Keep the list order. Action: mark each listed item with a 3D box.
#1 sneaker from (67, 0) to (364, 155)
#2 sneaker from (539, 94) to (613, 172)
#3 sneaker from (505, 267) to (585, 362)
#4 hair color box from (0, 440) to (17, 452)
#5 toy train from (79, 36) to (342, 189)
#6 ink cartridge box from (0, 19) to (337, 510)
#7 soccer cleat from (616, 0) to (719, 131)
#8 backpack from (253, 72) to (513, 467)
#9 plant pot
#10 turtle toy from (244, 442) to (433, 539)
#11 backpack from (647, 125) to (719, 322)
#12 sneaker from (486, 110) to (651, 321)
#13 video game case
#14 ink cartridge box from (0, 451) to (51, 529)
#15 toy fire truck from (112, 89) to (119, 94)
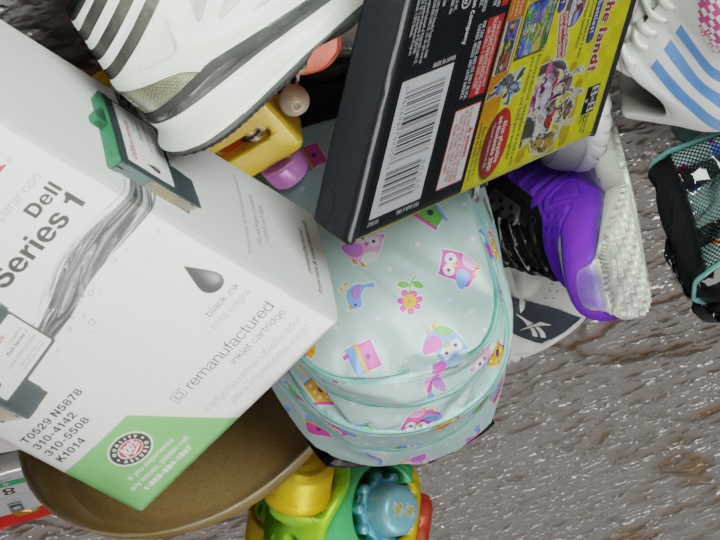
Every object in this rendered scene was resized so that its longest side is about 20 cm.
[{"bbox_3d":[-0.040,-0.154,1.030,0.200,0.115,0.076,-44,-158,-9],"label":"sneaker"},{"bbox_3d":[0.078,-0.116,1.218,0.082,0.075,0.200,-11,147,7],"label":"sneaker"},{"bbox_3d":[0.069,0.000,1.430,0.199,0.080,0.130,5,158,-22],"label":"sneaker"},{"bbox_3d":[-0.185,0.045,1.216,0.200,0.065,0.109,-10,155,-28],"label":"hair color box"},{"bbox_3d":[-0.091,-0.102,1.146,0.200,0.056,0.150,-9,134,1],"label":"toy train"},{"bbox_3d":[-0.134,-0.001,1.069,0.200,0.084,0.146,31,116,-32],"label":"ink cartridge box"},{"bbox_3d":[0.162,-0.130,1.229,0.086,0.070,0.200,0,151,8],"label":"soccer cleat"},{"bbox_3d":[0.000,0.000,1.237,0.167,0.200,0.127,-16,156,-1],"label":"backpack"},{"bbox_3d":[-0.093,0.070,1.334,0.200,0.200,0.028,-21,134,8],"label":"plant pot"},{"bbox_3d":[-0.010,0.124,1.394,0.101,0.200,0.146,9,127,-4],"label":"turtle toy"},{"bbox_3d":[0.276,-0.057,1.356,0.200,0.154,0.176,-18,157,23],"label":"backpack"},{"bbox_3d":[0.100,-0.021,1.313,0.099,0.200,0.070,-12,113,9],"label":"sneaker"},{"bbox_3d":[0.065,-0.123,1.058,0.181,0.025,0.200,-24,139,-43],"label":"video game case"},{"bbox_3d":[-0.177,0.136,1.604,0.161,0.050,0.200,-15,154,-5],"label":"ink cartridge box"},{"bbox_3d":[-0.154,-0.051,1.112,0.141,0.049,0.200,-12,132,0],"label":"toy fire truck"}]
